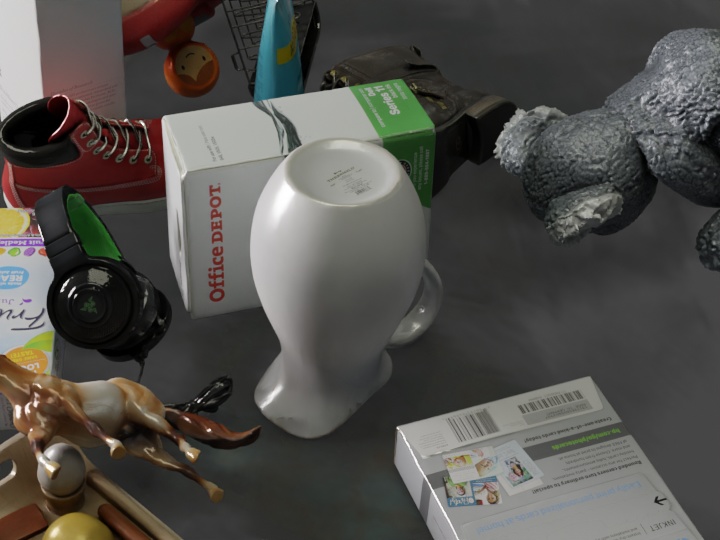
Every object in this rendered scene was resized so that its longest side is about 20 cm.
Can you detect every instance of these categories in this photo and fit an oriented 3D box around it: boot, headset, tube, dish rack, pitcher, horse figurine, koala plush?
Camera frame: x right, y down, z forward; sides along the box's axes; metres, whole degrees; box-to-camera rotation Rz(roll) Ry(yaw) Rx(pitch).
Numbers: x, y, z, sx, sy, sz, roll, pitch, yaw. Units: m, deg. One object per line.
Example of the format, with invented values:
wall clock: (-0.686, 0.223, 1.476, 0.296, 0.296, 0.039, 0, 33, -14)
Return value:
boot: (-0.191, -0.104, 1.222, 0.199, 0.144, 0.073, -15, 69, -16)
boot: (0.023, -0.136, 1.352, 0.199, 0.070, 0.174, -25, 42, -34)
headset: (-0.169, 0.023, 1.108, 0.094, 0.124, 0.201, -27, 75, 4)
tube: (-0.068, -0.160, 1.259, 0.050, 0.201, 0.078, -2, 42, -5)
dish rack: (-0.094, -0.268, 1.392, 0.054, 0.201, 0.154, -7, 38, 13)
pitcher: (0.000, 0.000, 1.079, 0.121, 0.201, 0.171, 34, 48, 31)
horse figurine: (-0.165, 0.100, 0.994, 0.199, 0.050, 0.132, 14, 14, -43)
koala plush: (0.219, -0.094, 1.238, 0.199, 0.184, 0.178, -16, 42, -4)

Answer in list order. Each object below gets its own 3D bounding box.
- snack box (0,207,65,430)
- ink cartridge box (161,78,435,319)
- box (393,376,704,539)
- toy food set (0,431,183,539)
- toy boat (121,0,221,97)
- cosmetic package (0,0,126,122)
snack box: (-0.292, 0.033, 1.136, 0.141, 0.053, 0.201, -2, 41, -4)
ink cartridge box: (-0.050, -0.056, 1.182, 0.199, 0.147, 0.083, -10, 41, -16)
box: (0.130, 0.167, 1.013, 0.155, 0.041, 0.200, -13, 42, -17)
toy food set: (-0.183, 0.181, 0.964, 0.200, 0.061, 0.143, 32, 48, 31)
toy boat: (-0.173, -0.220, 1.392, 0.130, 0.131, 0.200, -27, 4, 12)
cosmetic package: (-0.256, -0.188, 1.281, 0.081, 0.201, 0.113, -23, 47, -26)
